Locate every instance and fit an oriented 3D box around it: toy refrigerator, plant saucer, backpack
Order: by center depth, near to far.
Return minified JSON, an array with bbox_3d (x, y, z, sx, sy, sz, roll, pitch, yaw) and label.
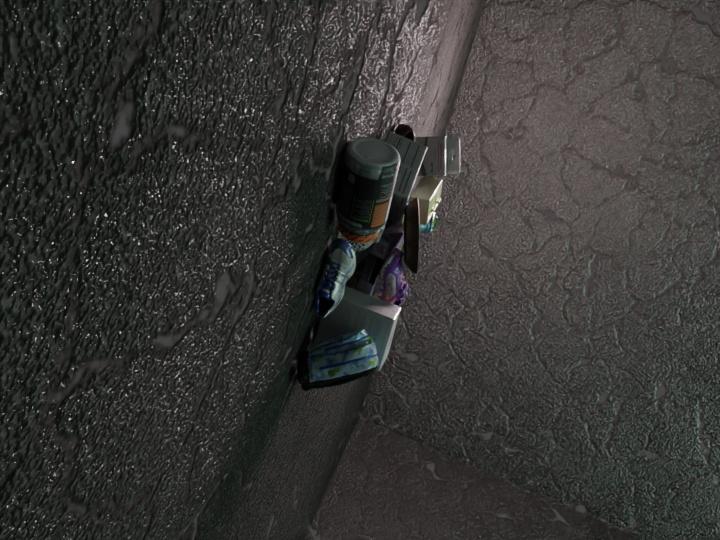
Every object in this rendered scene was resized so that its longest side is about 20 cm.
[{"bbox_3d":[-0.052,0.225,1.521,0.163,0.192,0.160,61,30,-77],"label":"backpack"},{"bbox_3d":[0.136,-0.094,1.633,0.200,0.035,0.208,0,90,-89],"label":"plant saucer"},{"bbox_3d":[0.196,-0.211,1.797,0.201,0.068,0.078,-55,153,-60],"label":"toy refrigerator"}]

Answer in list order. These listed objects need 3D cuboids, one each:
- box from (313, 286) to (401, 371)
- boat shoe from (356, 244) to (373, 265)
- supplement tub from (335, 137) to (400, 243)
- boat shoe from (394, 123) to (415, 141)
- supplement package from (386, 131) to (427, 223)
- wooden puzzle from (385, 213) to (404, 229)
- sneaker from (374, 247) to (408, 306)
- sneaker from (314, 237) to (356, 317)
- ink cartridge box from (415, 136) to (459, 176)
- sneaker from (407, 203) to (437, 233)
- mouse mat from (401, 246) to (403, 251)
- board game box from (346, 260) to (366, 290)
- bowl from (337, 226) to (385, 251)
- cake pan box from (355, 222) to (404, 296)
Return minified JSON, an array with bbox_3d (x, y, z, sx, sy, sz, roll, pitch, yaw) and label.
[{"bbox_3d":[-0.008,0.150,1.628,0.106,0.194,0.157,-42,151,-69],"label":"box"},{"bbox_3d":[0.009,-0.071,1.687,0.070,0.069,0.206,80,30,-73],"label":"boat shoe"},{"bbox_3d":[0.011,-0.170,1.309,0.124,0.119,0.204,-60,167,-50],"label":"supplement tub"},{"bbox_3d":[0.120,-0.328,1.794,0.070,0.068,0.206,-134,-136,-55],"label":"boat shoe"},{"bbox_3d":[0.095,-0.252,1.661,0.200,0.108,0.160,106,5,-76],"label":"supplement package"},{"bbox_3d":[0.083,-0.148,1.871,0.201,0.045,0.191,-119,-147,-65],"label":"wooden puzzle"},{"bbox_3d":[0.097,0.030,1.667,0.081,0.087,0.204,-45,156,-45],"label":"sneaker"},{"bbox_3d":[-0.062,0.024,1.418,0.089,0.073,0.205,-58,164,-53],"label":"sneaker"},{"bbox_3d":[0.209,-0.354,1.867,0.067,0.193,0.120,-39,128,-73],"label":"ink cartridge box"},{"bbox_3d":[0.168,-0.168,1.879,0.202,0.126,0.082,-112,-154,-56],"label":"sneaker"},{"bbox_3d":[0.076,-0.054,1.934,0.197,0.008,0.163,-18,-145,43],"label":"mouse mat"},{"bbox_3d":[0.000,0.000,1.820,0.148,0.062,0.205,84,25,-69],"label":"board game box"},{"bbox_3d":[0.016,-0.129,1.531,0.201,0.091,0.207,19,89,-82],"label":"bowl"},{"bbox_3d":[0.062,-0.028,1.719,0.200,0.051,0.189,-41,153,-62],"label":"cake pan box"}]
